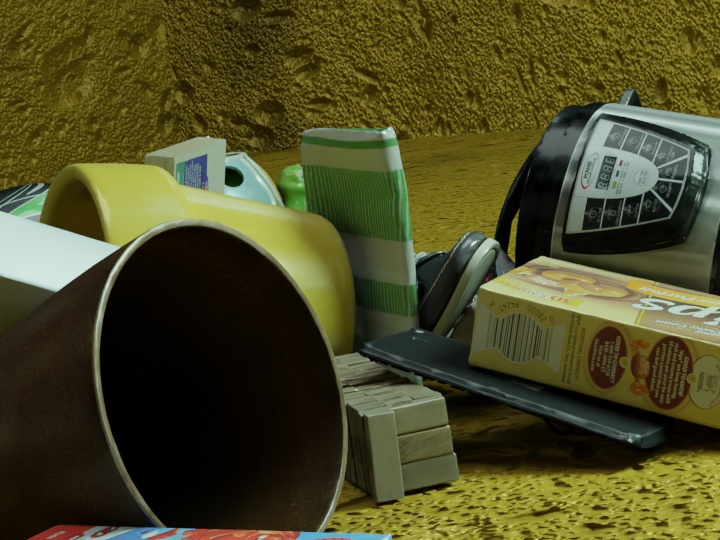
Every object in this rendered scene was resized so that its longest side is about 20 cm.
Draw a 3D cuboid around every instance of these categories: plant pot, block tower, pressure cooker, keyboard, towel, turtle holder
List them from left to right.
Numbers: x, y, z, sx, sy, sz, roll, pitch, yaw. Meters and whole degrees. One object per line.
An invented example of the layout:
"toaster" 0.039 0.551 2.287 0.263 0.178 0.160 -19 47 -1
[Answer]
"plant pot" -0.141 0.090 1.057 0.199 0.188 0.187 -20 -1 37
"plant pot" -0.112 0.027 1.354 0.188 0.202 0.201 -1 4 -24
"turtle holder" -0.142 -0.069 2.252 0.185 0.132 0.141 -9 7 -4
"towel" 0.000 0.000 1.365 0.023 0.201 0.152 -7 6 -24
"block tower" 0.005 0.095 1.222 0.058 0.054 0.200 -11 9 -13
"keyboard" 0.101 0.083 1.209 0.199 0.040 0.104 19 16 30
"pressure cooker" 0.191 -0.025 1.349 0.199 0.180 0.176 12 23 25

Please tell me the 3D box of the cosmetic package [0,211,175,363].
"cosmetic package" -0.199 0.055 1.166 0.150 0.052 0.200 16 -42 -30

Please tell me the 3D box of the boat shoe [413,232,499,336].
"boat shoe" 0.038 0.022 1.361 0.073 0.063 0.200 -49 -5 -29

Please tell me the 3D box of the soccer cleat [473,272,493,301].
"soccer cleat" 0.073 0.022 1.610 0.086 0.070 0.200 -6 9 11

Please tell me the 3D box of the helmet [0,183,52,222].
"helmet" -0.248 0.023 1.530 0.199 0.201 0.191 -9 10 -4

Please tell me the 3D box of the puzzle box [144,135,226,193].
"puzzle box" -0.138 0.002 1.503 0.025 0.201 0.133 6 10 12

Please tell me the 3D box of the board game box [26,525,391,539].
"board game box" -0.113 0.166 0.832 0.195 0.056 0.200 -4 9 32

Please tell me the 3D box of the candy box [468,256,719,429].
"candy box" 0.180 0.045 1.205 0.199 0.056 0.115 14 17 23

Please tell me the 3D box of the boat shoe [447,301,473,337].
"boat shoe" -0.010 0.047 1.483 0.199 0.057 0.067 -13 -13 -6

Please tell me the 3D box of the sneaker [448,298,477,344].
"sneaker" 0.110 0.054 1.430 0.082 0.077 0.200 -41 -8 37
